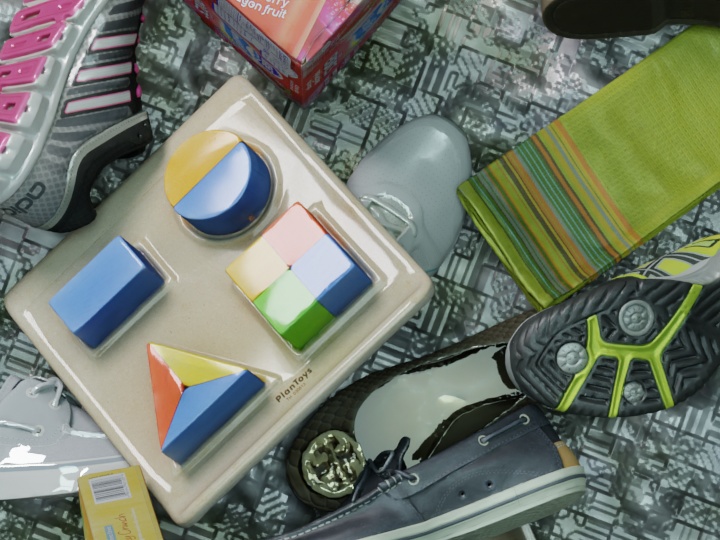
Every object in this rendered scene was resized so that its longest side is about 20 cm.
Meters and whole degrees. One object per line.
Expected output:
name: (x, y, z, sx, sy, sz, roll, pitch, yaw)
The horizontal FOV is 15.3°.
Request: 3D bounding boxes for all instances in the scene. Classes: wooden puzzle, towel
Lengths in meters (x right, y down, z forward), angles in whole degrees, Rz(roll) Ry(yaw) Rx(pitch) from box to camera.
wooden puzzle: (-0.084, 0.009, 1.430, 0.185, 0.046, 0.200, -44, 57, 3)
towel: (0.155, -0.065, 1.500, 0.200, 0.018, 0.086, -35, 88, -14)

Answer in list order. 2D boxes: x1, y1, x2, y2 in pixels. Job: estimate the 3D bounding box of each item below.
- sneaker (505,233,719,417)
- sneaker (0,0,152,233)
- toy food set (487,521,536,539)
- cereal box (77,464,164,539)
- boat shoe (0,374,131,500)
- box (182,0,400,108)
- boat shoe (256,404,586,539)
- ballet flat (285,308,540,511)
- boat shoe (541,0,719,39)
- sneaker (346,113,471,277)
sneaker: (0.169, 0.028, 1.467, 0.200, 0.076, 0.076, -17, 99, -16)
sneaker: (-0.149, -0.105, 1.481, 0.087, 0.074, 0.200, 40, 62, -33)
toy food set: (0.025, 0.234, 1.466, 0.200, 0.060, 0.144, -23, 87, -4)
cereal box: (-0.108, 0.221, 1.381, 0.039, 0.144, 0.200, -11, 117, -10)
boat shoe: (-0.188, 0.091, 1.470, 0.200, 0.072, 0.069, -3, 85, 6)
box: (-0.036, -0.161, 1.424, 0.100, 0.200, 0.096, 42, 87, 1)
boat shoe: (0.021, 0.125, 1.437, 0.200, 0.075, 0.062, -19, 76, -9)
ballet flat: (0.050, 0.073, 1.486, 0.200, 0.046, 0.067, -25, 86, -4)
boat shoe: (0.199, -0.175, 1.496, 0.200, 0.072, 0.068, 0, 63, -1)
sneaker: (0.000, 0.000, 1.474, 0.070, 0.080, 0.200, 33, 84, 2)
